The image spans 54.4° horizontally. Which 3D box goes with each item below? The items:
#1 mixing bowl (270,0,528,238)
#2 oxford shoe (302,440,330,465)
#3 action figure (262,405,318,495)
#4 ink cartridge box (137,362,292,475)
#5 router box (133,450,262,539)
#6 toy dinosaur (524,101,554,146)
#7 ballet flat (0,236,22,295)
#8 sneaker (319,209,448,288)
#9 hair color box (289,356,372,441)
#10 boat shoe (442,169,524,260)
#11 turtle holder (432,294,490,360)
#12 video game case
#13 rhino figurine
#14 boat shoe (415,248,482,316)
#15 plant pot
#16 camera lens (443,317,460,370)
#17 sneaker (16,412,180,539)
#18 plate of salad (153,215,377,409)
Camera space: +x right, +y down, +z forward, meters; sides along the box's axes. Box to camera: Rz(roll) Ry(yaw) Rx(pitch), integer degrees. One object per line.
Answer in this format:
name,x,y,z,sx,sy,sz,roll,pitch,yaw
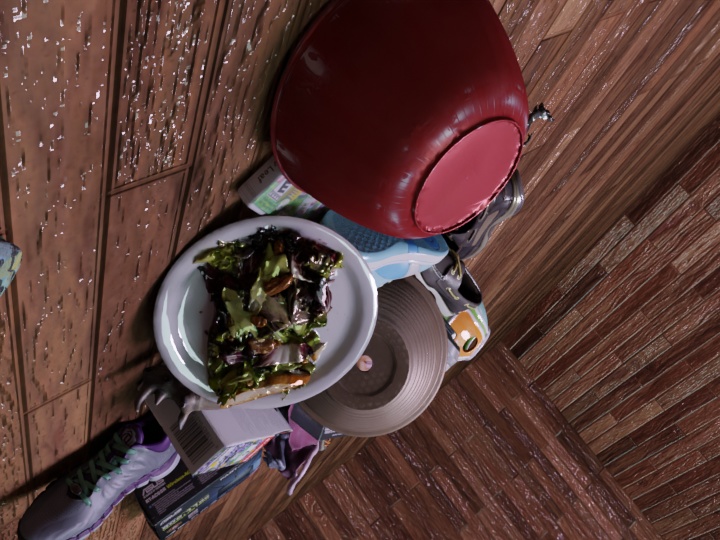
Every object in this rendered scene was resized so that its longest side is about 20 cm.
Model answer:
mixing bowl,0.045,-0.098,0.495,0.197,0.109,0.202,-28,149,-19
oxford shoe,-0.079,0.336,1.493,0.201,0.073,0.071,-49,161,25
action figure,-0.069,0.247,1.156,0.197,0.150,0.135,-10,144,-48
ink cartridge box,-0.153,0.157,0.780,0.050,0.110,0.200,-40,164,5
router box,-0.247,0.325,1.092,0.198,0.062,0.151,-33,161,-25
toy dinosaur,0.164,-0.163,0.796,0.088,0.048,0.198,-41,163,29
ballet flat,-0.244,0.036,0.325,0.198,0.075,0.075,-22,157,-49
sneaker,0.000,0.000,0.711,0.197,0.080,0.131,-3,139,-52
hair color box,-0.009,0.104,0.880,0.098,0.060,0.205,5,106,-50
boat shoe,0.147,-0.077,0.964,0.071,0.076,0.201,-2,152,-23
turtle holder,0.143,0.082,1.186,0.142,0.131,0.185,-53,-176,-15
video game case,-0.001,-0.099,0.616,0.181,0.022,0.200,-43,164,4
rhino figurine,-0.132,0.090,0.690,0.197,0.088,0.060,-25,158,-37
boat shoe,0.119,0.000,0.975,0.059,0.074,0.201,-11,150,21
plant pot,0.003,0.091,0.771,0.200,0.202,0.093,-41,-176,4
camera lens,0.035,0.119,1.022,0.199,0.161,0.160,-41,164,2
sneaker,-0.272,0.207,0.743,0.199,0.073,0.089,-33,149,-51
plate of salad,-0.077,0.049,0.600,0.194,0.048,0.205,-7,123,-10
